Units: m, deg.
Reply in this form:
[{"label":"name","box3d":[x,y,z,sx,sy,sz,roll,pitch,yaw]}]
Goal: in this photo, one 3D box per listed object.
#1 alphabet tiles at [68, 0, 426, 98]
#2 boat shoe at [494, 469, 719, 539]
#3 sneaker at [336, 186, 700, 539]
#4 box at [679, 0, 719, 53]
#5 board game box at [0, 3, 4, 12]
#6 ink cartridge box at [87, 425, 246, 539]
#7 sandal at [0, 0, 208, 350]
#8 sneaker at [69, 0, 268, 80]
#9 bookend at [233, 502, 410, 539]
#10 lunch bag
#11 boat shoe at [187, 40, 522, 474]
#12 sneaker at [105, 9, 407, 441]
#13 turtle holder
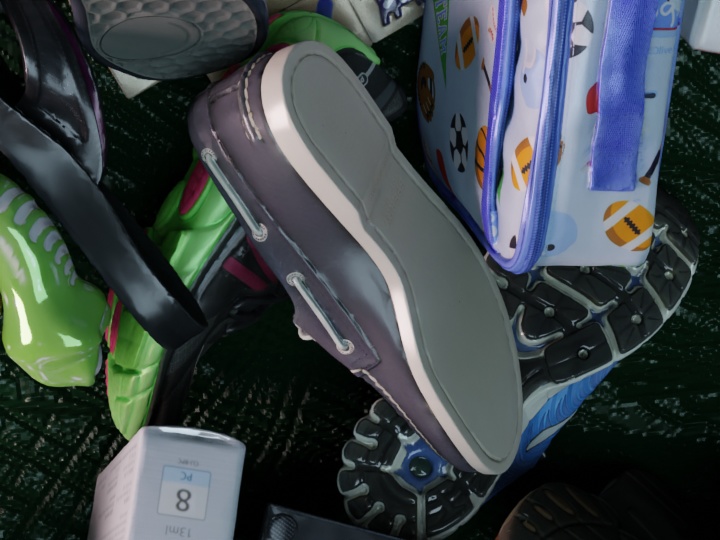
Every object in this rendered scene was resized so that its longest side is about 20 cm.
[{"label":"alphabet tiles","box3d":[-0.055,-0.165,1.147,0.166,0.006,0.200,-30,113,2]},{"label":"boat shoe","box3d":[0.094,0.137,1.203,0.074,0.200,0.076,-48,72,17]},{"label":"sneaker","box3d":[0.064,0.038,1.217,0.079,0.089,0.200,45,80,6]},{"label":"box","box3d":[0.214,-0.143,1.129,0.199,0.152,0.107,8,110,-13]},{"label":"board game box","box3d":[-0.173,-0.146,1.116,0.199,0.023,0.105,-16,115,-5]},{"label":"ink cartridge box","box3d":[-0.091,0.172,1.145,0.047,0.160,0.201,9,78,-10]},{"label":"sandal","box3d":[-0.116,-0.061,1.096,0.048,0.075,0.201,-37,101,4]},{"label":"sneaker","box3d":[-0.092,-0.167,1.073,0.077,0.147,0.202,-14,155,12]},{"label":"bookend","box3d":[-0.047,0.198,1.208,0.092,0.199,0.201,16,86,-16]},{"label":"lunch bag","box3d":[0.076,-0.106,1.106,0.075,0.160,0.201,-2,113,-13]},{"label":"boat shoe","box3d":[0.000,0.000,1.125,0.063,0.073,0.200,-14,119,34]},{"label":"sneaker","box3d":[-0.044,-0.007,1.171,0.084,0.077,0.200,23,110,-21]},{"label":"turtle holder","box3d":[-0.191,0.004,1.110,0.185,0.141,0.132,-12,112,-1]}]
